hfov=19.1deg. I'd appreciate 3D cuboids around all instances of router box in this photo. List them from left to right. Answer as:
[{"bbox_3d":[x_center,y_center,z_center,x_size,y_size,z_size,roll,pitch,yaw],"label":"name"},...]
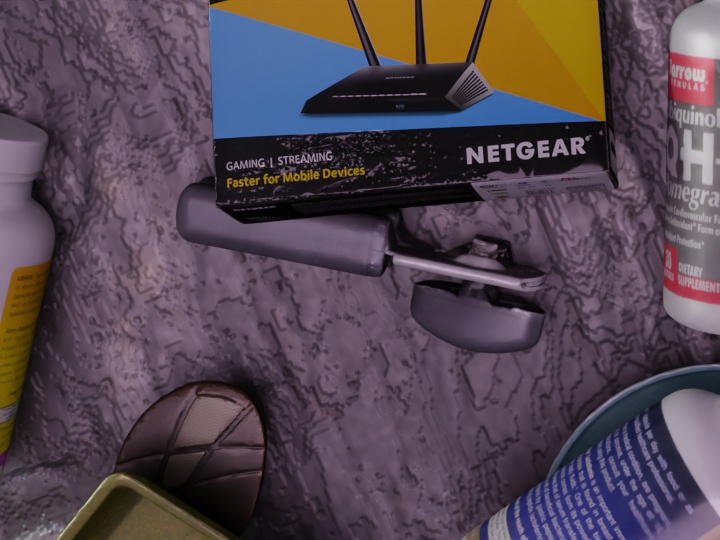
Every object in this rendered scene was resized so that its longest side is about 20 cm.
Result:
[{"bbox_3d":[0.025,-0.108,1.079,0.199,0.051,0.150,-5,79,12],"label":"router box"}]

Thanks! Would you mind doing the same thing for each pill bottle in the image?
[{"bbox_3d":[-0.224,0.015,1.151,0.104,0.104,0.201,17,103,8],"label":"pill bottle"},{"bbox_3d":[0.153,0.129,1.052,0.200,0.116,0.116,-37,92,16],"label":"pill bottle"},{"bbox_3d":[0.204,-0.073,1.041,0.110,0.111,0.201,2,101,11],"label":"pill bottle"}]

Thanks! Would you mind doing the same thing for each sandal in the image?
[{"bbox_3d":[-0.094,0.143,1.179,0.081,0.055,0.201,9,118,5],"label":"sandal"}]

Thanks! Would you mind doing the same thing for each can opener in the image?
[{"bbox_3d":[0.000,0.000,1.128,0.199,0.053,0.067,10,102,11],"label":"can opener"}]

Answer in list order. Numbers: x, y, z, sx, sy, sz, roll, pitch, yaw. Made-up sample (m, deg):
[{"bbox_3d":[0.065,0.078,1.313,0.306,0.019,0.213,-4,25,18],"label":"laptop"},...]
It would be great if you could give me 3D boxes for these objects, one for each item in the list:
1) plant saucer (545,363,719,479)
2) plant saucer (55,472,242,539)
[{"bbox_3d":[0.192,0.143,1.125,0.199,0.036,0.201,2,101,12],"label":"plant saucer"},{"bbox_3d":[-0.098,0.211,1.157,0.199,0.048,0.200,34,117,-12],"label":"plant saucer"}]
